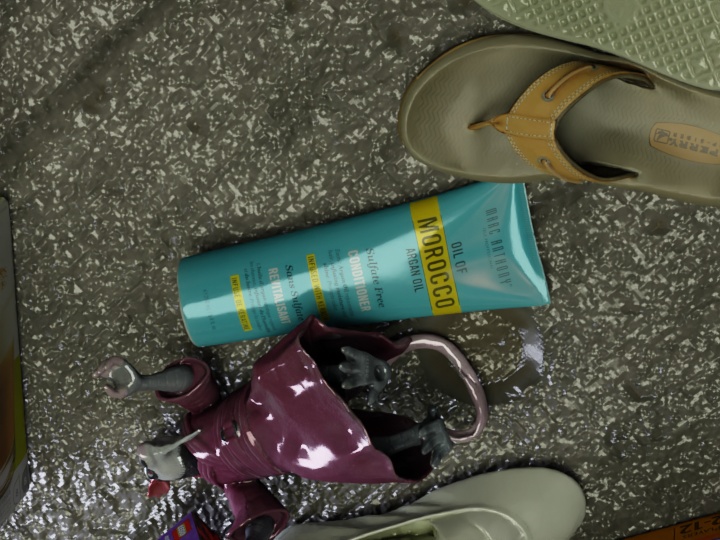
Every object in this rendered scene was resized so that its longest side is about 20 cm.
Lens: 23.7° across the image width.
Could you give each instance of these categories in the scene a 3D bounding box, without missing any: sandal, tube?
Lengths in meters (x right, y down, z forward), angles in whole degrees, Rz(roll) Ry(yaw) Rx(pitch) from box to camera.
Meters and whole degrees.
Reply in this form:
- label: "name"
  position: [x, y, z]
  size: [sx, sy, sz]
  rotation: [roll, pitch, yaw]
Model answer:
- label: "sandal"
  position: [0.118, -0.073, 0.881]
  size: [0.198, 0.054, 0.081]
  rotation: [11, 105, 6]
- label: "tube"
  position: [0.000, 0.000, 0.948]
  size: [0.199, 0.050, 0.078]
  rotation: [-11, 112, 9]

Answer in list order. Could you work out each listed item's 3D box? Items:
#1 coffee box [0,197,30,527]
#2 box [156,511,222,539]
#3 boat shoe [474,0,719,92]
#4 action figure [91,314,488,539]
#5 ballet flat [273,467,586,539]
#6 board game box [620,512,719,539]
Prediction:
- label: "coffee box"
  position: [-0.317, 0.073, 0.952]
  size: [0.198, 0.200, 0.199]
  rotation: [5, 113, 9]
- label: "box"
  position: [-0.050, 0.235, 0.954]
  size: [0.039, 0.200, 0.137]
  rotation: [-38, 117, 3]
- label: "boat shoe"
  position: [0.116, -0.151, 0.852]
  size: [0.199, 0.062, 0.075]
  rotation: [28, 121, 16]
- label: "action figure"
  position: [-0.053, 0.081, 0.974]
  size: [0.199, 0.149, 0.135]
  rotation: [-19, 96, 38]
- label: "ballet flat"
  position: [0.035, 0.167, 0.997]
  size: [0.199, 0.070, 0.070]
  rotation: [-14, 109, 16]
- label: "board game box"
  position: [0.208, 0.268, 0.930]
  size: [0.199, 0.200, 0.201]
  rotation: [-19, 108, 18]
